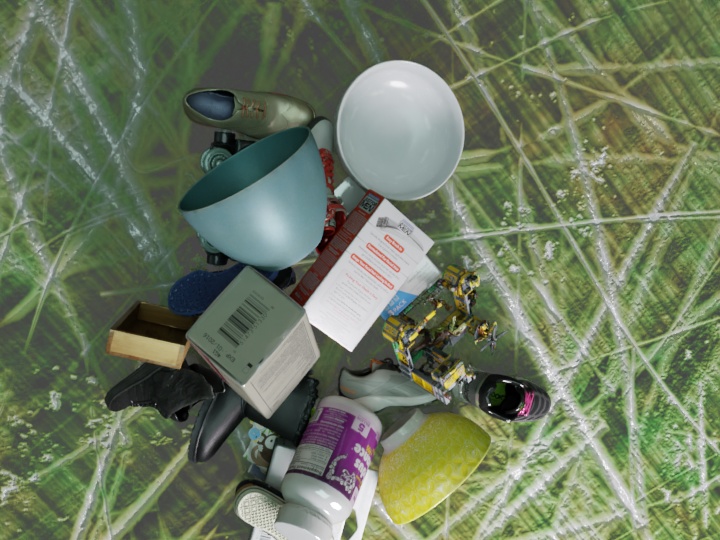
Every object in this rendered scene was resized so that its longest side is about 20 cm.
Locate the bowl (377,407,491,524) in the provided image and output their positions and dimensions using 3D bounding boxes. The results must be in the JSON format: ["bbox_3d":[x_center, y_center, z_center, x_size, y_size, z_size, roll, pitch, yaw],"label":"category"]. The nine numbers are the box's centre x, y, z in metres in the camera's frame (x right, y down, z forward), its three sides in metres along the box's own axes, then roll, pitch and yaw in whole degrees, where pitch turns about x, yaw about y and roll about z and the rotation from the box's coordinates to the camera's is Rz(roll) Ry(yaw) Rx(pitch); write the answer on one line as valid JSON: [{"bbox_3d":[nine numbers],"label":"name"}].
[{"bbox_3d":[0.092,0.278,1.148,0.200,0.200,0.108,-41,88,0],"label":"bowl"}]

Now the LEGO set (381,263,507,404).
[{"bbox_3d":[0.138,0.097,1.113,0.199,0.115,0.155,-33,132,-29],"label":"LEGO set"}]

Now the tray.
[{"bbox_3d":[-0.289,0.088,1.061,0.097,0.200,0.038,13,96,-9],"label":"tray"}]

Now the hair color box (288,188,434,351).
[{"bbox_3d":[0.000,0.000,1.070,0.111,0.064,0.201,37,92,-30],"label":"hair color box"}]

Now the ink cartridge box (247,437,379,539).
[{"bbox_3d":[-0.078,0.385,1.191,0.171,0.044,0.203,15,95,-9],"label":"ink cartridge box"}]

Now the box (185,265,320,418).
[{"bbox_3d":[-0.141,0.104,1.033,0.108,0.200,0.128,36,73,15],"label":"box"}]

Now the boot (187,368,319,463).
[{"bbox_3d":[-0.161,0.223,1.146,0.160,0.073,0.201,20,85,3],"label":"boot"}]

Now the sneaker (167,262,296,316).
[{"bbox_3d":[-0.190,0.030,1.114,0.198,0.078,0.071,-17,66,21],"label":"sneaker"}]

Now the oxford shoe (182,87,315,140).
[{"bbox_3d":[-0.162,-0.229,1.094,0.197,0.074,0.072,2,97,-8],"label":"oxford shoe"}]

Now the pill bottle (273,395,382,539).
[{"bbox_3d":[-0.049,0.296,1.094,0.112,0.112,0.201,32,56,-10],"label":"pill bottle"}]

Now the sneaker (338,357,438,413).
[{"bbox_3d":[0.059,0.175,1.183,0.197,0.074,0.081,-8,93,-6],"label":"sneaker"}]

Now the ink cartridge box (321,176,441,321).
[{"bbox_3d":[0.014,-0.034,1.147,0.115,0.068,0.200,-43,101,0],"label":"ink cartridge box"}]

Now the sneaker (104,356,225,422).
[{"bbox_3d":[-0.293,0.186,1.105,0.199,0.060,0.105,-38,78,23],"label":"sneaker"}]

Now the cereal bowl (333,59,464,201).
[{"bbox_3d":[0.050,-0.204,1.114,0.197,0.083,0.203,-1,95,-15],"label":"cereal bowl"}]

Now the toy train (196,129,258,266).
[{"bbox_3d":[-0.182,-0.105,1.110,0.112,0.085,0.203,2,98,-17],"label":"toy train"}]

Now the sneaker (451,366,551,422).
[{"bbox_3d":[0.239,0.206,1.183,0.198,0.087,0.075,21,90,-30],"label":"sneaker"}]

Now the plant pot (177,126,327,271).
[{"bbox_3d":[-0.122,-0.081,0.994,0.199,0.200,0.136,-31,114,-1],"label":"plant pot"}]

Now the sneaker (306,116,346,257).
[{"bbox_3d":[-0.055,-0.120,1.096,0.107,0.067,0.204,21,89,35],"label":"sneaker"}]

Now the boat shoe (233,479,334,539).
[{"bbox_3d":[-0.114,0.380,1.137,0.200,0.062,0.075,42,86,-24],"label":"boat shoe"}]

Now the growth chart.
[{"bbox_3d":[-0.117,0.285,1.205,0.143,0.018,0.203,19,95,-9],"label":"growth chart"}]
